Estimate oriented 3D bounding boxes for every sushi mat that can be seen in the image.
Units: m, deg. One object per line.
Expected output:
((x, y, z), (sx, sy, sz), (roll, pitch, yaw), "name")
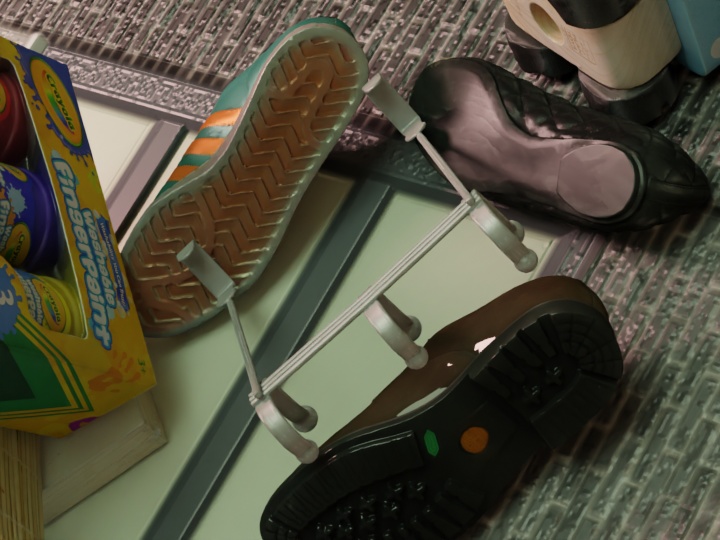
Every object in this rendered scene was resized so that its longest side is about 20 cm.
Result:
((-0.197, 0.057, 1.128), (0.012, 0.096, 0.201), (-27, 48, 21), "sushi mat")

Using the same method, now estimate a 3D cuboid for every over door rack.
((0.000, 0.000, 1.058), (0.148, 0.067, 0.200), (-41, 28, 4), "over door rack")

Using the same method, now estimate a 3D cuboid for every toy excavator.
((0.180, -0.166, 1.075), (0.200, 0.100, 0.194), (-41, 46, -9), "toy excavator")

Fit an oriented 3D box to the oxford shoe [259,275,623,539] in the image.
((0.037, 0.074, 1.025), (0.200, 0.073, 0.085), (-35, 21, 14), "oxford shoe")

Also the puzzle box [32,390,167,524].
((-0.206, 0.095, 1.192), (0.200, 0.025, 0.133), (-33, 46, 10), "puzzle box")

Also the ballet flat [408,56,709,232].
((0.091, -0.060, 1.095), (0.200, 0.057, 0.067), (30, 107, 48), "ballet flat")

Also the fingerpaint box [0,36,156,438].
((-0.200, -0.029, 1.100), (0.073, 0.167, 0.201), (-28, 65, 23), "fingerpaint box")

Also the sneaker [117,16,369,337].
((-0.064, -0.051, 1.177), (0.200, 0.071, 0.080), (-52, 10, 9), "sneaker")
